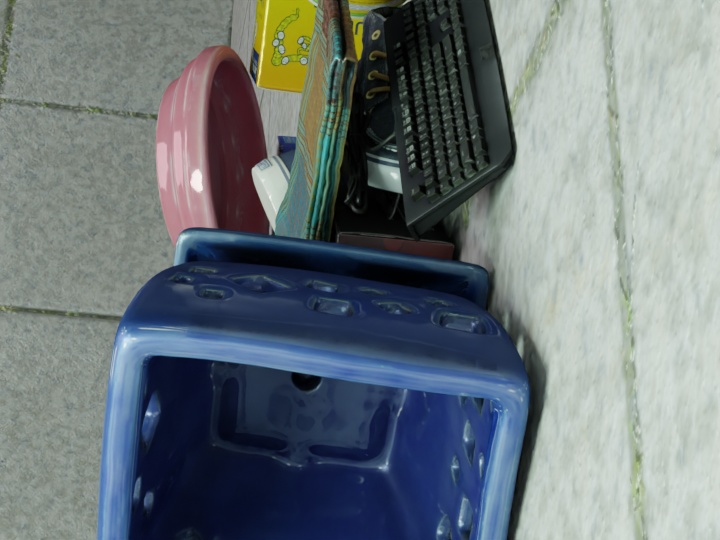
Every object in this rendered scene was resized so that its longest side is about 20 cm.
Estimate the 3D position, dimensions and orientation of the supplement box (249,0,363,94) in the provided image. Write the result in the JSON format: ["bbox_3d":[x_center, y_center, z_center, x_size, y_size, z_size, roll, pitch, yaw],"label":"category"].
[{"bbox_3d":[-0.025,-0.247,1.332,0.109,0.109,0.201,-118,34,-75],"label":"supplement box"}]

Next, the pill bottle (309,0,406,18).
[{"bbox_3d":[0.011,-0.244,1.076,0.200,0.111,0.112,145,130,-79],"label":"pill bottle"}]

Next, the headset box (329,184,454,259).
[{"bbox_3d":[0.004,0.039,1.061,0.149,0.077,0.201,-117,34,-75],"label":"headset box"}]

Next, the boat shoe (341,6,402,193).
[{"bbox_3d":[0.022,-0.114,1.057,0.200,0.071,0.091,-109,29,-69],"label":"boat shoe"}]

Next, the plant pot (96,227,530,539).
[{"bbox_3d":[-0.027,0.088,0.859,0.180,0.199,0.201,-88,6,-65],"label":"plant pot"}]

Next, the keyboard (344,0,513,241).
[{"bbox_3d":[0.029,-0.092,0.955,0.127,0.021,0.200,-39,33,26],"label":"keyboard"}]

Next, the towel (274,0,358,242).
[{"bbox_3d":[-0.029,-0.074,1.021,0.147,0.022,0.201,-99,16,-56],"label":"towel"}]

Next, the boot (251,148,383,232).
[{"bbox_3d":[0.000,0.000,1.174,0.073,0.090,0.201,-145,33,-72],"label":"boot"}]

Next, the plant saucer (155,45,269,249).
[{"bbox_3d":[-0.122,-0.082,1.344,0.200,0.051,0.202,-3,-90,-79],"label":"plant saucer"}]

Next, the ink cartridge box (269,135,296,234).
[{"bbox_3d":[-0.042,-0.035,1.421,0.137,0.076,0.201,-109,24,-71],"label":"ink cartridge box"}]
